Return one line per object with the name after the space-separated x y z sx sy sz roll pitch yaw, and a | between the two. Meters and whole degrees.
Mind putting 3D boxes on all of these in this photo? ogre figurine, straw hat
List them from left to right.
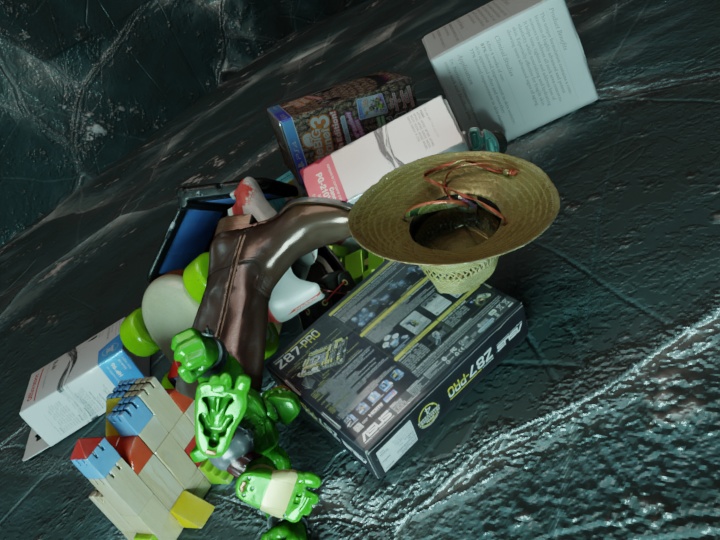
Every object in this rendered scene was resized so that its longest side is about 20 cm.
-0.097 0.134 0.591 0.098 0.200 0.120 -46 11 -4 | ogre figurine
0.090 -0.028 0.661 0.200 0.085 0.201 -7 34 5 | straw hat

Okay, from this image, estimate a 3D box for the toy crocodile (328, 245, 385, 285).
0.000 0.000 0.883 0.199 0.062 0.068 -16 63 39 | toy crocodile

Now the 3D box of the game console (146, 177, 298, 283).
-0.180 -0.055 0.979 0.175 0.117 0.200 -6 3 6 | game console

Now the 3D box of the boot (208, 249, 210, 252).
-0.168 -0.023 1.017 0.200 0.072 0.167 -55 8 30 | boot

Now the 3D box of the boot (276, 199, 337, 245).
-0.073 -0.068 1.013 0.075 0.108 0.200 6 38 14 | boot

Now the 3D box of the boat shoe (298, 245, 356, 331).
-0.037 0.033 0.799 0.073 0.063 0.202 -20 44 -16 | boat shoe

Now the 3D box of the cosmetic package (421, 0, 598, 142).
0.220 -0.307 1.081 0.199 0.168 0.167 -24 25 12 | cosmetic package

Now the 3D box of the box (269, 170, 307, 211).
-0.102 -0.122 1.191 0.200 0.083 0.049 -34 26 -7 | box

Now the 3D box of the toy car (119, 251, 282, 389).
-0.155 0.049 0.875 0.164 0.158 0.200 -35 3 32 | toy car

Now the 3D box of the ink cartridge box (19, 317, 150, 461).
-0.398 0.163 1.001 0.199 0.068 0.116 -33 25 -4 | ink cartridge box

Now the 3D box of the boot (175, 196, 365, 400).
-0.085 0.035 0.684 0.186 0.064 0.201 -9 57 30 | boot

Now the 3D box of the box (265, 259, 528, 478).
0.032 0.073 0.675 0.200 0.049 0.161 -41 45 -19 | box

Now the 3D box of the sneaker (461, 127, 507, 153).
0.126 -0.155 1.038 0.199 0.078 0.091 -10 10 39 | sneaker

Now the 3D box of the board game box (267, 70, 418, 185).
-0.025 -0.220 1.080 0.199 0.097 0.159 -20 22 -7 | board game box

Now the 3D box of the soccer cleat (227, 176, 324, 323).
-0.093 -0.032 0.800 0.085 0.069 0.201 -21 53 6 | soccer cleat

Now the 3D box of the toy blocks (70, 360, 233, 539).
-0.199 0.164 0.700 0.100 0.137 0.200 -12 30 35 | toy blocks

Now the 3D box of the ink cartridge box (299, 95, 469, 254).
0.048 -0.107 0.905 0.199 0.145 0.085 -26 59 9 | ink cartridge box
